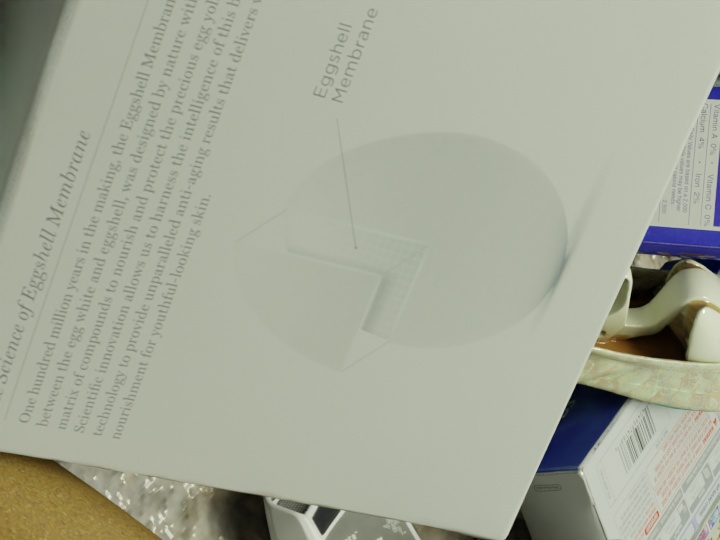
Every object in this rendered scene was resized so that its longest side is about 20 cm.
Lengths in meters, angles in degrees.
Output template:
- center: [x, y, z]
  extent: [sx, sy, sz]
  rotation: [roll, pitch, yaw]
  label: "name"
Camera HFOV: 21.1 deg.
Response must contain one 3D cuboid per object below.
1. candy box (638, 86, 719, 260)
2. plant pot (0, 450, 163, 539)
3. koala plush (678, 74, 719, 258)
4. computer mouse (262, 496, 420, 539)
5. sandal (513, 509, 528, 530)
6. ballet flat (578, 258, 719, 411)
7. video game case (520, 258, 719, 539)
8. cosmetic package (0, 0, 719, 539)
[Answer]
- center: [0.165, -0.043, 0.886]
  extent: [0.169, 0.198, 0.078]
  rotation: [1, 95, -73]
  label: "candy box"
- center: [-0.134, 0.122, 0.590]
  extent: [0.200, 0.186, 0.186]
  rotation: [48, 42, 3]
  label: "plant pot"
- center: [0.198, -0.135, 1.016]
  extent: [0.183, 0.199, 0.179]
  rotation: [31, 52, -31]
  label: "koala plush"
- center: [-0.014, 0.113, 0.801]
  extent: [0.109, 0.044, 0.201]
  rotation: [-21, 81, -53]
  label: "computer mouse"
- center: [0.052, 0.022, 0.898]
  extent: [0.079, 0.057, 0.203]
  rotation: [-5, 76, -46]
  label: "sandal"
- center: [0.122, 0.022, 0.853]
  extent: [0.198, 0.063, 0.068]
  rotation: [5, 51, -19]
  label: "ballet flat"
- center: [0.156, 0.119, 0.935]
  extent: [0.200, 0.045, 0.183]
  rotation: [-44, 118, -47]
  label: "video game case"
- center: [-0.022, -0.043, 0.606]
  extent: [0.198, 0.201, 0.123]
  rotation: [13, 22, -26]
  label: "cosmetic package"
